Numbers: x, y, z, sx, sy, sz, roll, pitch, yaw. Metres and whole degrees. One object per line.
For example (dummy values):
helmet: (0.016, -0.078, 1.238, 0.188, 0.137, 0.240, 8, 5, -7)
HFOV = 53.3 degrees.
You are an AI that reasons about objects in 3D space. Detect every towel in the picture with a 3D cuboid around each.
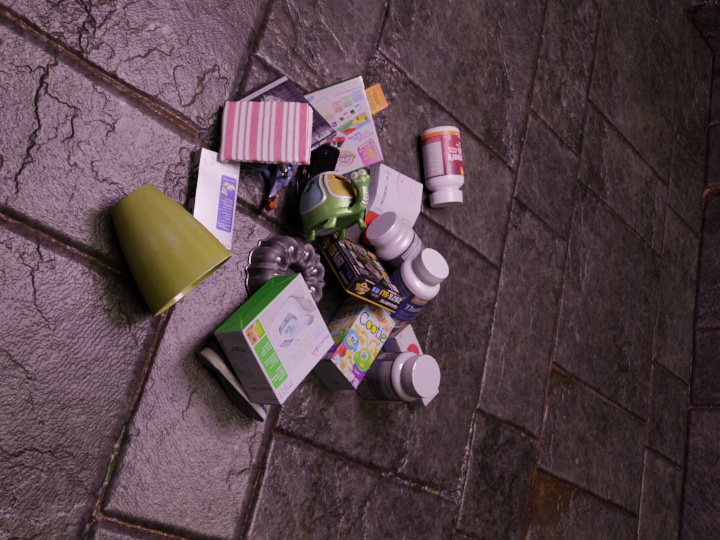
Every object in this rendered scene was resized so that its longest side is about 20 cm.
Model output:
towel: (-0.201, -0.291, 1.531, 0.194, 0.030, 0.150, 1, 66, -1)

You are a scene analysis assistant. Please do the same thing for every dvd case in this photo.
dvd case: (-0.168, -0.336, 1.586, 0.147, 0.016, 0.201, -35, 74, -26)

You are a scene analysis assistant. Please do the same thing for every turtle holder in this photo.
turtle holder: (-0.062, -0.149, 1.580, 0.137, 0.185, 0.135, -10, 78, -20)

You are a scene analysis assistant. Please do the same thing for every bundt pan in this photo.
bundt pan: (-0.156, 0.014, 1.596, 0.198, 0.075, 0.208, 9, 77, -41)

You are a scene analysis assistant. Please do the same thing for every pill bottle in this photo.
pill bottle: (0.087, 0.251, 1.698, 0.112, 0.197, 0.117, 8, 78, -41)
pill bottle: (0.121, 0.040, 1.722, 0.109, 0.200, 0.113, 23, 43, -23)
pill bottle: (0.104, -0.044, 1.806, 0.201, 0.114, 0.117, 50, 54, -30)
pill bottle: (0.227, -0.282, 1.967, 0.108, 0.108, 0.206, -2, 85, -42)

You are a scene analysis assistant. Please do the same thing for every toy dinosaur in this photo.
toy dinosaur: (-0.164, -0.214, 1.610, 0.197, 0.103, 0.187, 14, 84, -46)

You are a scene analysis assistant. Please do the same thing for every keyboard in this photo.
keyboard: (-0.116, -0.197, 1.658, 0.103, 0.039, 0.205, 12, 98, -54)

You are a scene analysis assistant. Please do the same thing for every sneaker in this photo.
sneaker: (-0.227, 0.200, 1.500, 0.146, 0.076, 0.204, -47, 113, -33)

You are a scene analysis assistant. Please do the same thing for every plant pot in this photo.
plant pot: (-0.374, -0.053, 1.355, 0.187, 0.186, 0.202, -40, 95, -38)

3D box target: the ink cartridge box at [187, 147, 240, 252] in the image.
ink cartridge box: (-0.309, -0.144, 1.502, 0.098, 0.039, 0.206, 16, 72, -40)

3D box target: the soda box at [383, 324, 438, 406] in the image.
soda box: (0.125, 0.241, 1.827, 0.068, 0.063, 0.204, -35, 107, -39)

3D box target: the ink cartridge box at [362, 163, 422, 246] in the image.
ink cartridge box: (0.085, -0.153, 1.860, 0.160, 0.056, 0.206, 20, 66, -39)

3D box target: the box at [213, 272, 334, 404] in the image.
box: (-0.171, 0.137, 1.451, 0.200, 0.095, 0.180, -45, 118, -43)

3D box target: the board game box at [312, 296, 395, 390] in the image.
board game box: (-0.022, 0.166, 1.675, 0.104, 0.104, 0.202, 51, 53, -24)

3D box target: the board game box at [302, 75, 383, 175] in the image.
board game box: (-0.043, -0.335, 1.688, 0.149, 0.040, 0.205, -19, 109, -7)

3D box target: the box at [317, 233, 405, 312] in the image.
box: (0.000, 0.000, 1.672, 0.158, 0.201, 0.050, 27, 110, -38)

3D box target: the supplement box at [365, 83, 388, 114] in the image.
supplement box: (-0.021, -0.397, 1.785, 0.199, 0.068, 0.068, -36, 106, -36)
